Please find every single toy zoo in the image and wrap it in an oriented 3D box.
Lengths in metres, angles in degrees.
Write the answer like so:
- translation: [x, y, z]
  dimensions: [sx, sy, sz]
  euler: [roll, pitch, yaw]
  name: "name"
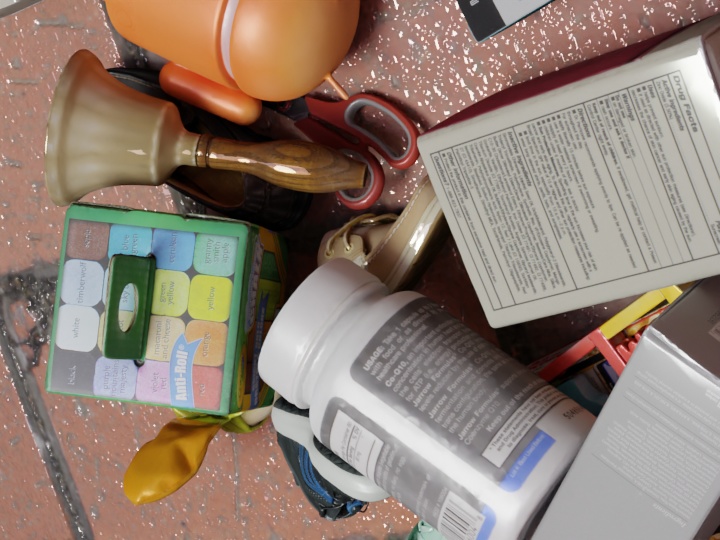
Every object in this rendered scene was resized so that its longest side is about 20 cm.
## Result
- translation: [0.183, 0.087, 1.023]
  dimensions: [0.131, 0.020, 0.200]
  euler: [53, 130, 5]
  name: "toy zoo"

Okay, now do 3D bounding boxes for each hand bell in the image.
- translation: [-0.093, -0.077, 1.093]
  dimensions: [0.199, 0.104, 0.105]
  euler: [10, 118, 7]
  name: "hand bell"

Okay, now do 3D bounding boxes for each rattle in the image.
- translation: [-0.127, 0.045, 1.215]
  dimensions: [0.130, 0.142, 0.201]
  euler: [41, 136, 32]
  name: "rattle"

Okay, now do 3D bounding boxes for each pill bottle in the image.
- translation: [0.041, 0.085, 1.038]
  dimensions: [0.200, 0.114, 0.114]
  euler: [36, 127, 19]
  name: "pill bottle"

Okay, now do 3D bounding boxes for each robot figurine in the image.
- translation: [-0.085, -0.180, 1.094]
  dimensions: [0.199, 0.117, 0.144]
  euler: [26, 85, 24]
  name: "robot figurine"

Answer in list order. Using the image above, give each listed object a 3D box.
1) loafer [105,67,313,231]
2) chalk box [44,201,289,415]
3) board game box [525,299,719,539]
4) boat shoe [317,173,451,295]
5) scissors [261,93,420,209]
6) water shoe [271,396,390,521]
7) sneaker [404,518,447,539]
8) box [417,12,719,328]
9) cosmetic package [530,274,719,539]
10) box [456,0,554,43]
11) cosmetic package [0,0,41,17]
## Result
- translation: [-0.126, -0.092, 1.177]
  dimensions: [0.199, 0.072, 0.073]
  euler: [27, 102, 25]
  name: "loafer"
- translation: [-0.125, 0.025, 1.096]
  dimensions: [0.123, 0.200, 0.126]
  euler: [7, 90, 6]
  name: "chalk box"
- translation: [0.189, 0.104, 1.071]
  dimensions: [0.200, 0.046, 0.152]
  euler: [-31, 91, 40]
  name: "board game box"
- translation: [0.000, 0.000, 1.141]
  dimensions: [0.069, 0.074, 0.200]
  euler: [40, 129, 7]
  name: "boat shoe"
- translation: [-0.038, -0.115, 1.154]
  dimensions: [0.200, 0.014, 0.073]
  euler: [41, 105, 31]
  name: "scissors"
- translation: [-0.004, 0.137, 1.169]
  dimensions: [0.200, 0.071, 0.079]
  euler: [-149, 44, -70]
  name: "water shoe"
- translation: [0.045, 0.176, 1.188]
  dimensions: [0.200, 0.074, 0.119]
  euler: [-25, 102, 30]
  name: "sneaker"
- translation: [0.155, -0.060, 0.979]
  dimensions: [0.199, 0.109, 0.128]
  euler: [-16, 101, 39]
  name: "box"
- translation: [0.174, 0.110, 0.958]
  dimensions: [0.090, 0.107, 0.201]
  euler: [37, 125, 16]
  name: "cosmetic package"
- translation: [0.131, -0.214, 0.965]
  dimensions: [0.200, 0.049, 0.083]
  euler: [-26, 93, 40]
  name: "box"
- translation: [-0.287, -0.281, 1.209]
  dimensions: [0.103, 0.087, 0.201]
  euler: [-16, 101, 38]
  name: "cosmetic package"
